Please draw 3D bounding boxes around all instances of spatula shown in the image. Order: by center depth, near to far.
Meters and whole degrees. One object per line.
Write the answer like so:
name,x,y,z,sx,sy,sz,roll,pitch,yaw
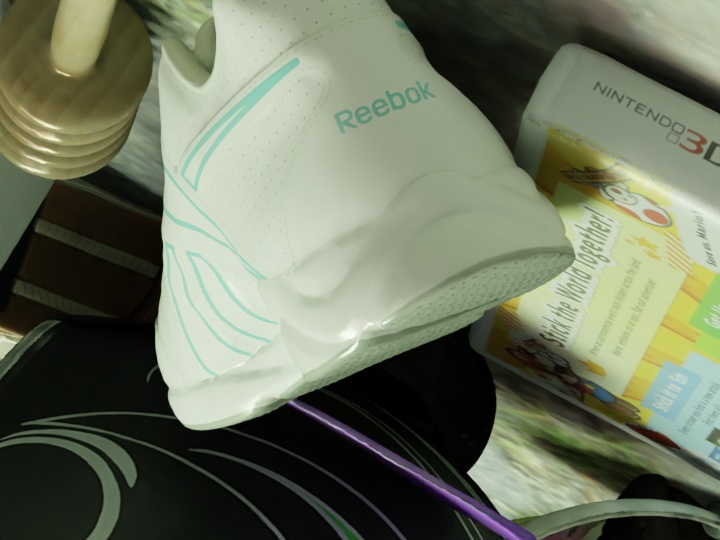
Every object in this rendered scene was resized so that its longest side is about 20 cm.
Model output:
spatula,0.072,0.063,0.713,0.200,0.021,0.057,15,-178,-20

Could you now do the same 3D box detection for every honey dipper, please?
honey dipper,-0.055,-0.062,0.619,0.038,0.038,0.200,30,163,-4

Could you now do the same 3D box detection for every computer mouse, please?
computer mouse,0.000,0.000,0.752,0.059,0.034,0.200,24,159,22

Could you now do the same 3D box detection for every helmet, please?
helmet,-0.040,0.124,0.758,0.191,0.200,0.200,30,167,2

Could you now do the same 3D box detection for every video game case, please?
video game case,0.112,0.029,0.629,0.182,0.023,0.200,28,168,6

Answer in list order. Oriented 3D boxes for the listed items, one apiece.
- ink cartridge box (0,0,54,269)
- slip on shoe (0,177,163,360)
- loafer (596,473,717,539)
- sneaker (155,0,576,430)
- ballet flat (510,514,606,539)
ink cartridge box,-0.196,-0.038,0.754,0.200,0.146,0.084,25,165,16
slip on shoe,-0.124,-0.015,0.853,0.200,0.076,0.061,25,162,-14
loafer,0.103,0.135,0.733,0.071,0.200,0.073,7,130,-20
sneaker,-0.010,-0.016,0.621,0.080,0.070,0.200,64,164,4
ballet flat,0.121,0.112,0.849,0.200,0.069,0.071,24,148,6
